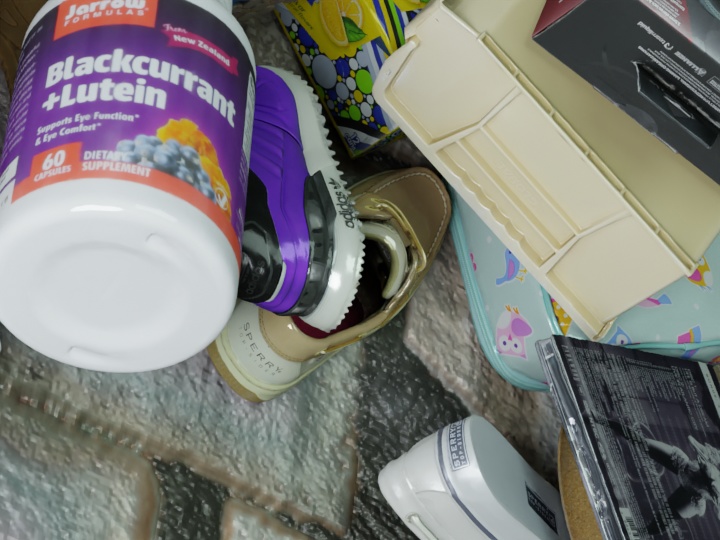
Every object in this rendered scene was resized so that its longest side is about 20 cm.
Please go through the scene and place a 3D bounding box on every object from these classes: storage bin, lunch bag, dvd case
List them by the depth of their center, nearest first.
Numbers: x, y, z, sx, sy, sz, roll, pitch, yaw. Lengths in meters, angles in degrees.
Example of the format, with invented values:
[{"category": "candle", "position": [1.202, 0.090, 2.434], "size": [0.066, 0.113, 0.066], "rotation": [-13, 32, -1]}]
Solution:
[{"category": "dvd case", "position": [0.168, 0.112, 1.309], "size": [0.200, 0.016, 0.150], "rotation": [11, 55, -57]}, {"category": "storage bin", "position": [0.135, -0.108, 1.336], "size": [0.199, 0.094, 0.200], "rotation": [47, 53, -8]}, {"category": "lunch bag", "position": [0.144, -0.014, 1.421], "size": [0.199, 0.077, 0.161], "rotation": [-2, 68, -42]}]

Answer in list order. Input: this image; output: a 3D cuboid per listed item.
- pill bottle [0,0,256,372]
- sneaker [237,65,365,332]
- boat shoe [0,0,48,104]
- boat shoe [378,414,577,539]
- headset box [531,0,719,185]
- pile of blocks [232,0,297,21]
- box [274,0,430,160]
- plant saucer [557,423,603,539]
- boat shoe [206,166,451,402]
[{"category": "pill bottle", "position": [-0.104, -0.063, 1.101], "size": [0.111, 0.111, 0.201], "rotation": [29, 41, -27]}, {"category": "sneaker", "position": [-0.069, -0.051, 1.214], "size": [0.099, 0.070, 0.200], "rotation": [11, 29, -25]}, {"category": "boat shoe", "position": [-0.144, -0.121, 1.236], "size": [0.072, 0.072, 0.201], "rotation": [13, 57, -61]}, {"category": "boat shoe", "position": [0.077, 0.151, 1.278], "size": [0.200, 0.065, 0.072], "rotation": [47, 27, -44]}, {"category": "headset box", "position": [0.187, -0.149, 1.281], "size": [0.148, 0.077, 0.201], "rotation": [36, 53, -16]}, {"category": "pile of blocks", "position": [-0.049, -0.176, 1.283], "size": [0.199, 0.082, 0.063], "rotation": [-21, 81, -5]}, {"category": "box", "position": [-0.012, -0.171, 1.371], "size": [0.064, 0.070, 0.201], "rotation": [-25, 85, -45]}, {"category": "plant saucer", "position": [0.178, 0.154, 1.347], "size": [0.200, 0.035, 0.201], "rotation": [42, 33, -36]}, {"category": "boat shoe", "position": [0.000, 0.000, 1.291], "size": [0.074, 0.066, 0.200], "rotation": [51, 45, -8]}]
